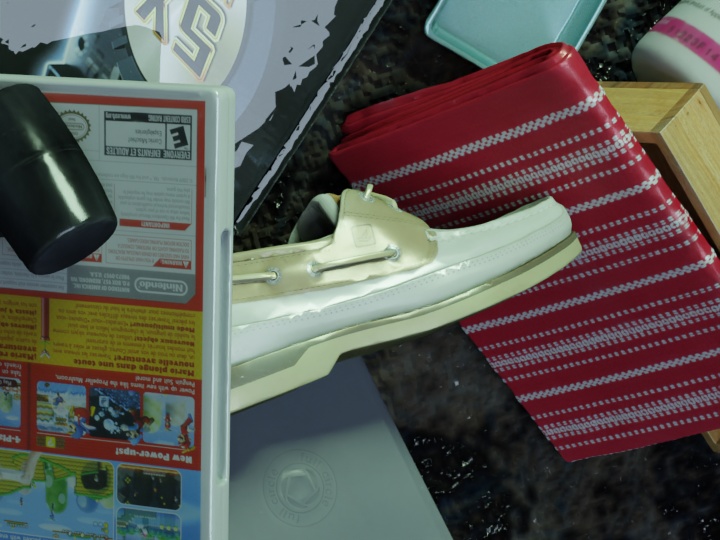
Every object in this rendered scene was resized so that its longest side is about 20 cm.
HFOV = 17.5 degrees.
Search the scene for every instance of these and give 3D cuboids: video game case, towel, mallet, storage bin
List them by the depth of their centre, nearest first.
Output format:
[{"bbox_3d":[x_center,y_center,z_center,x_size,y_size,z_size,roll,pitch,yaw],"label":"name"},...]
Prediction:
[{"bbox_3d":[-0.165,0.019,0.886,0.066,0.041,0.200,50,116,17],"label":"mallet"},{"bbox_3d":[-0.115,0.027,0.893,0.142,0.017,0.201,5,98,23],"label":"video game case"},{"bbox_3d":[-0.050,0.107,0.991,0.134,0.146,0.201,-24,84,-20],"label":"storage bin"},{"bbox_3d":[0.090,-0.004,1.018,0.200,0.144,0.023,52,47,-20],"label":"towel"}]

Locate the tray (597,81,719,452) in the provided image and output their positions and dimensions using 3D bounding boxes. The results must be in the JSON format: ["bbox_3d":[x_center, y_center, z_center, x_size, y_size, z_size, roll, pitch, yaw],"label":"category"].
[{"bbox_3d":[0.155,0.004,1.038,0.037,0.098,0.200,-46,118,-23],"label":"tray"}]

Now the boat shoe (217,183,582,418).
[{"bbox_3d":[0.000,0.000,0.938,0.199,0.075,0.069,-21,87,-29],"label":"boat shoe"}]

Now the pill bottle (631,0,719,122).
[{"bbox_3d":[0.227,-0.122,1.032,0.200,0.113,0.113,-44,111,-3],"label":"pill bottle"}]

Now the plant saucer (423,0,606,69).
[{"bbox_3d":[0.102,-0.177,1.034,0.070,0.019,0.201,29,94,-21],"label":"plant saucer"}]

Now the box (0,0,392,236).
[{"bbox_3d":[-0.094,-0.139,0.948,0.200,0.086,0.164,33,92,-21],"label":"box"}]
